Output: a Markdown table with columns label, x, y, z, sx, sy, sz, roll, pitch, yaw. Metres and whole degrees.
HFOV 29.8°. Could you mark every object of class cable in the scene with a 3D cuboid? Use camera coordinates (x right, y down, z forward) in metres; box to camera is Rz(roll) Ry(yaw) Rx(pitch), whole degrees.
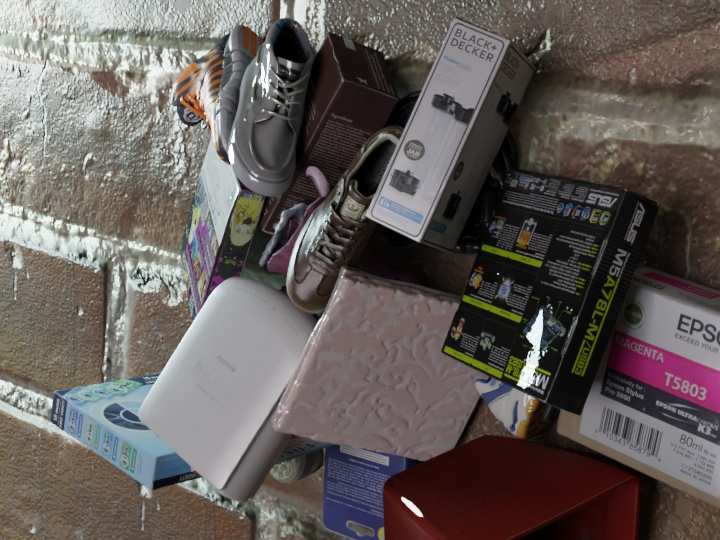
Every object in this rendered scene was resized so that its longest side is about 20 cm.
| label | x | y | z | sx | sy | sz | roll | pitch | yaw |
| --- | --- | --- | --- | --- | --- | --- | --- | --- | --- |
| cable | 0.067 | -0.104 | 1.377 | 0.199 | 0.051 | 0.165 | 13 | 103 | 42 |

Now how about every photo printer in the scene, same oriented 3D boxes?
| label | x | y | z | sx | sy | sz | roll | pitch | yaw |
| --- | --- | --- | --- | --- | --- | --- | --- | --- | --- |
| photo printer | -0.125 | 0.115 | 1.413 | 0.166 | 0.069 | 0.201 | 34 | 92 | 36 |

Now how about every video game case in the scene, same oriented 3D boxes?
| label | x | y | z | sx | sy | sz | roll | pitch | yaw |
| --- | --- | --- | --- | --- | --- | --- | --- | --- | --- |
| video game case | -0.161 | -0.052 | 1.538 | 0.200 | 0.035 | 0.183 | -114 | 40 | -59 |

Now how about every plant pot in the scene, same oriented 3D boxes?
| label | x | y | z | sx | sy | sz | roll | pitch | yaw |
| --- | --- | --- | --- | --- | --- | --- | --- | --- | --- |
| plant pot | 0.124 | 0.266 | 1.261 | 0.176 | 0.198 | 0.202 | 32 | 132 | 48 |

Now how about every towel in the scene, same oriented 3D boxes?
| label | x | y | z | sx | sy | sz | roll | pitch | yaw |
| --- | --- | --- | --- | --- | --- | --- | --- | --- | --- |
| towel | 0.033 | 0.099 | 1.346 | 0.192 | 0.198 | 0.032 | -66 | 25 | 23 |

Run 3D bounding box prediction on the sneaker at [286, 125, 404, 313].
| label | x | y | z | sx | sy | sz | roll | pitch | yaw |
| --- | --- | --- | --- | --- | --- | --- | --- | --- | --- |
| sneaker | -0.015 | -0.054 | 1.297 | 0.070 | 0.076 | 0.201 | 29 | 89 | 8 |

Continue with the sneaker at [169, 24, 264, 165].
| label | x | y | z | sx | sy | sz | roll | pitch | yaw |
| --- | --- | --- | --- | --- | --- | --- | --- | --- | --- |
| sneaker | -0.158 | -0.176 | 1.515 | 0.112 | 0.077 | 0.201 | -30 | 39 | 30 |

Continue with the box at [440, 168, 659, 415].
| label | x | y | z | sx | sy | sz | roll | pitch | yaw |
| --- | --- | --- | --- | --- | --- | --- | --- | --- | --- |
| box | 0.165 | 0.012 | 1.219 | 0.200 | 0.047 | 0.195 | 20 | 92 | 65 |

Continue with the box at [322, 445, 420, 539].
| label | x | y | z | sx | sy | sz | roll | pitch | yaw |
| --- | --- | --- | --- | --- | --- | --- | --- | --- | --- |
| box | 0.012 | 0.196 | 1.475 | 0.120 | 0.032 | 0.202 | 10 | 100 | 42 |

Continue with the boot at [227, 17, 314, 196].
| label | x | y | z | sx | sy | sz | roll | pitch | yaw |
| --- | --- | --- | --- | --- | --- | --- | --- | --- | --- |
| boot | -0.088 | -0.174 | 1.382 | 0.201 | 0.073 | 0.096 | -96 | 25 | -43 |

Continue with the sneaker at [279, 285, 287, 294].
| label | x | y | z | sx | sy | sz | roll | pitch | yaw |
| --- | --- | --- | --- | --- | --- | --- | --- | --- | --- |
| sneaker | -0.110 | 0.087 | 1.500 | 0.200 | 0.072 | 0.073 | -43 | 59 | 17 |

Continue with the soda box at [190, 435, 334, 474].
| label | x | y | z | sx | sy | sz | roll | pitch | yaw |
| --- | --- | --- | --- | --- | --- | --- | --- | --- | --- |
| soda box | -0.091 | 0.167 | 1.460 | 0.199 | 0.068 | 0.064 | -21 | 64 | 26 |

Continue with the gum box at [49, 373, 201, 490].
| label | x | y | z | sx | sy | sz | roll | pitch | yaw |
| --- | --- | --- | --- | --- | --- | --- | --- | --- | --- |
| gum box | -0.243 | 0.187 | 1.617 | 0.199 | 0.169 | 0.045 | 23 | 110 | 39 |

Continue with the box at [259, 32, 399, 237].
| label | x | y | z | sx | sy | sz | roll | pitch | yaw |
| --- | --- | --- | --- | --- | --- | --- | --- | --- | --- |
| box | -0.040 | -0.137 | 1.435 | 0.201 | 0.074 | 0.101 | -61 | 27 | 31 |

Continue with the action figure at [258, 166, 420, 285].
| label | x | y | z | sx | sy | sz | roll | pitch | yaw |
| --- | --- | --- | --- | --- | --- | --- | --- | --- | --- |
| action figure | 0.000 | 0.000 | 1.406 | 0.199 | 0.134 | 0.150 | 26 | 92 | -4 |

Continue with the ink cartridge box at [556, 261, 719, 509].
| label | x | y | z | sx | sy | sz | roll | pitch | yaw |
| --- | --- | --- | --- | --- | --- | --- | --- | --- | --- |
| ink cartridge box | 0.283 | 0.098 | 1.186 | 0.199 | 0.075 | 0.166 | 22 | 110 | 40 |

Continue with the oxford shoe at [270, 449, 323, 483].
| label | x | y | z | sx | sy | sz | roll | pitch | yaw |
| --- | --- | --- | --- | --- | --- | --- | --- | --- | --- |
| oxford shoe | -0.073 | 0.141 | 1.535 | 0.075 | 0.057 | 0.202 | -15 | 70 | 41 |

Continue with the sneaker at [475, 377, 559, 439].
| label | x | y | z | sx | sy | sz | roll | pitch | yaw |
| --- | --- | --- | --- | --- | --- | --- | --- | --- | --- |
| sneaker | 0.167 | 0.062 | 1.289 | 0.088 | 0.075 | 0.201 | 40 | 119 | 32 |

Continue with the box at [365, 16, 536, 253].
| label | x | y | z | sx | sy | sz | roll | pitch | yaw |
| --- | --- | --- | --- | --- | --- | --- | --- | --- | --- |
| box | 0.087 | -0.123 | 1.268 | 0.060 | 0.117 | 0.201 | 25 | 93 | 20 |
